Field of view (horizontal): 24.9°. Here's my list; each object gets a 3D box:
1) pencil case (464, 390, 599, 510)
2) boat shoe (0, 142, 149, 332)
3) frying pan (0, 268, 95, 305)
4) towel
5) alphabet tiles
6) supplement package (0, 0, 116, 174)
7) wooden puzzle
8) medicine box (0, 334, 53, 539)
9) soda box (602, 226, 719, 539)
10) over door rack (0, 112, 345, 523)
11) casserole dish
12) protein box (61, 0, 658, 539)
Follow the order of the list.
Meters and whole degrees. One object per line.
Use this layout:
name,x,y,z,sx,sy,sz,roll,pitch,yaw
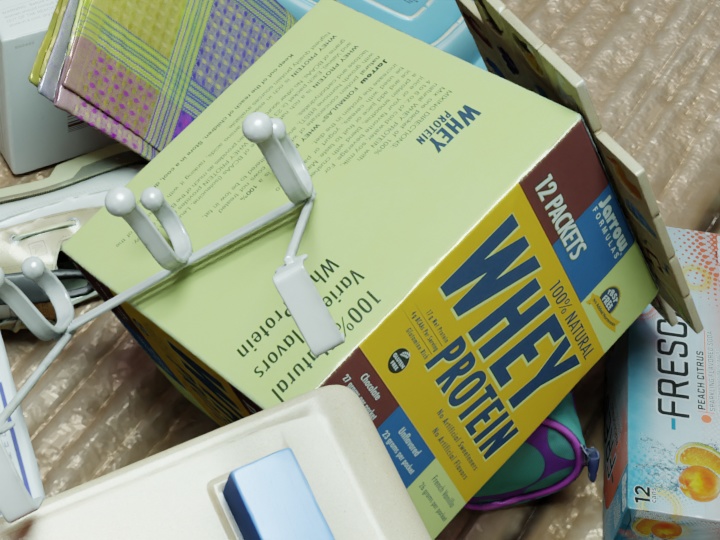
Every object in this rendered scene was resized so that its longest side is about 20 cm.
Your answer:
pencil case,0.080,0.031,0.907,0.085,0.093,0.200,4,50,-4
boat shoe,-0.189,-0.003,0.911,0.200,0.075,0.068,-29,65,-19
frying pan,-0.244,0.000,0.848,0.190,0.115,0.031,-28,22,-14
towel,-0.098,-0.120,0.946,0.023,0.200,0.144,-3,65,39
alphabet tiles,0.109,-0.056,0.821,0.006,0.200,0.167,-35,48,-2
supplement package,-0.206,-0.181,1.028,0.117,0.117,0.200,-21,57,-22
wooden puzzle,-0.044,0.149,0.616,0.200,0.046,0.186,-19,70,-25
medicine box,-0.205,0.105,0.750,0.103,0.182,0.200,-12,53,-16
soda box,0.173,0.069,0.905,0.068,0.064,0.200,8,49,0
over door rack,-0.088,0.002,0.682,0.147,0.067,0.200,-29,21,6
casserole dish,0.002,-0.186,1.111,0.200,0.039,0.121,30,54,16
protein box,0.000,0.000,0.820,0.199,0.135,0.200,-45,44,-13
